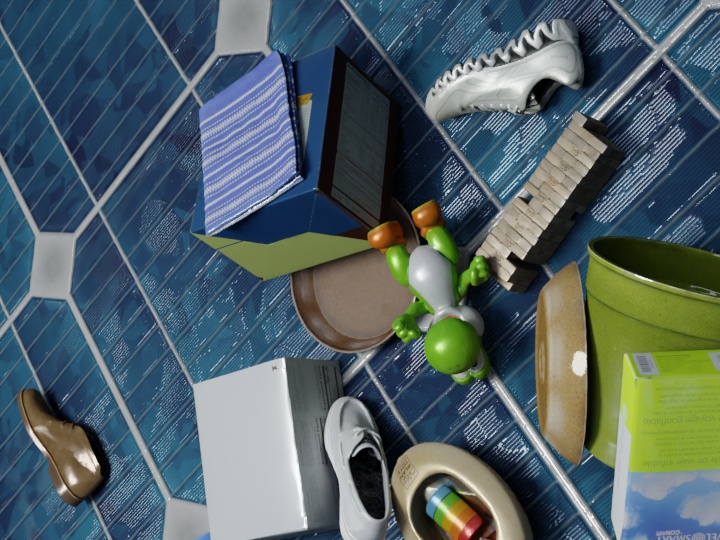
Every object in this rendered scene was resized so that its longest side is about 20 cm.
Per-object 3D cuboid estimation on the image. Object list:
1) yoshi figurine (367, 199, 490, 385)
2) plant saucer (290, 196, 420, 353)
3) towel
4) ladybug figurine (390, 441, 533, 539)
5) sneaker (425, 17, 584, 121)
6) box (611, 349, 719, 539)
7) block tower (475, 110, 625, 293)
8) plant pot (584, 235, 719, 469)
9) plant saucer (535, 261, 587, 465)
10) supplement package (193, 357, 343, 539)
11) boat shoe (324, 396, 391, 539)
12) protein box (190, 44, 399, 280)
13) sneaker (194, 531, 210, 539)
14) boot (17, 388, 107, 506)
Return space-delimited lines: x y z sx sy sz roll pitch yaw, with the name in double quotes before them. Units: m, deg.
"yoshi figurine" 0.085 0.031 1.280 0.112 0.111 0.202 -29 84 53
"plant saucer" 0.000 0.000 1.425 0.199 0.034 0.203 -5 81 37
"towel" -0.131 -0.150 1.348 0.144 0.024 0.201 -30 48 25
"ladybug figurine" 0.114 0.268 1.278 0.200 0.072 0.136 45 111 32
"sneaker" 0.160 -0.206 1.313 0.199 0.075 0.082 -23 79 33
"box" 0.288 0.166 1.029 0.120 0.048 0.202 -2 118 0
"block tower" 0.205 -0.071 1.267 0.058 0.054 0.201 44 110 32
"plant pot" 0.292 0.090 1.109 0.199 0.199 0.195 22 108 37
"plant saucer" 0.197 0.092 1.168 0.035 0.200 0.203 -1 82 4
"supplement package" -0.103 0.222 1.425 0.155 0.110 0.202 -18 73 34
"boat shoe" 0.001 0.217 1.333 0.201 0.071 0.069 -91 20 -45
"protein box" -0.075 -0.125 1.399 0.197 0.135 0.202 -16 54 34
"sneaker" -0.226 0.430 1.514 0.201 0.070 0.078 -53 51 18
"boot" -0.432 0.241 1.709 0.075 0.074 0.201 -40 65 5
